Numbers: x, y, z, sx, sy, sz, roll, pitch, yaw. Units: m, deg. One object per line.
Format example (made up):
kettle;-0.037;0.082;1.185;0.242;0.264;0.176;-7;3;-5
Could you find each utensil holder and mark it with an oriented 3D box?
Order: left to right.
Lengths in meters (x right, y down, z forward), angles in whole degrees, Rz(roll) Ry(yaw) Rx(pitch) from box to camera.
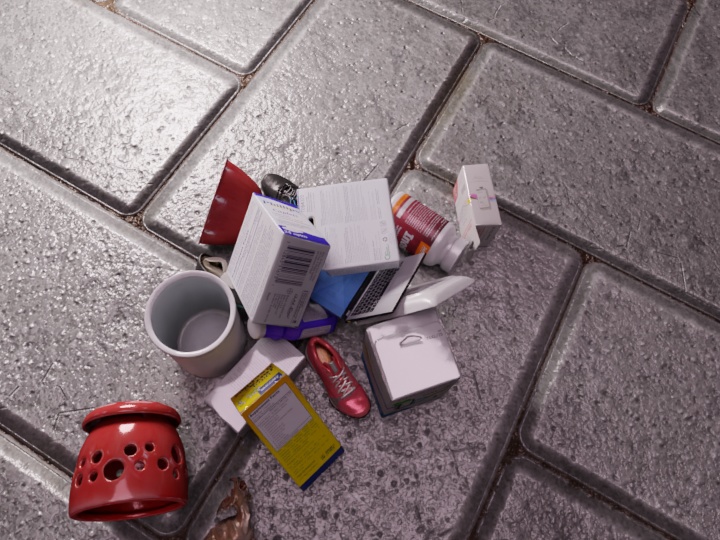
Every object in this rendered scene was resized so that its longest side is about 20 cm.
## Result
utensil holder;-0.322;0.119;1.116;0.167;0.201;0.172;1;66;-3

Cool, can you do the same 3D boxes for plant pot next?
plant pot;-0.418;0.349;1.018;0.197;0.201;0.185;-5;60;-5

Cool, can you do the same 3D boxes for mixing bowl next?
mixing bowl;-0.284;-0.137;1.247;0.107;0.200;0.203;20;66;-16

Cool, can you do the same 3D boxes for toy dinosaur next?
toy dinosaur;-0.251;0.493;1.029;0.200;0.086;0.136;-44;64;-2

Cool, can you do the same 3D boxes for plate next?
plate;0.111;0.055;1.135;0.199;0.198;0.033;-23;94;-54

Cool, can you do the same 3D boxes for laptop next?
laptop;0.000;0.000;1.131;0.117;0.198;0.188;55;44;-22

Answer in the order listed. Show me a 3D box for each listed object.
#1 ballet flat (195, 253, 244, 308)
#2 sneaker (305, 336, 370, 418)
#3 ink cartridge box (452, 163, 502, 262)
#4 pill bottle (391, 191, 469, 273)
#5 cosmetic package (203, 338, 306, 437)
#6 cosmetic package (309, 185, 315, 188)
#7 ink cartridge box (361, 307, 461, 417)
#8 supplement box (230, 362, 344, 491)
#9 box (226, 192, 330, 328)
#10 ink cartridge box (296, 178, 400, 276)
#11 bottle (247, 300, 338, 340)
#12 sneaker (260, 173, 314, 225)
ballet flat;-0.291;0.018;1.197;0.198;0.069;0.068;25;33;28
sneaker;-0.053;0.222;1.148;0.073;0.087;0.201;-35;73;-15
ink cartridge box;0.276;-0.133;1.302;0.066;0.117;0.203;-4;68;-5
pill bottle;0.146;-0.085;1.275;0.199;0.113;0.113;34;69;12
cosmetic package;-0.213;0.230;1.144;0.101;0.071;0.200;39;70;13
cosmetic package;-0.092;-0.086;1.285;0.104;0.071;0.201;-31;72;-16
ink cartridge box;0.094;0.189;1.108;0.145;0.201;0.148;-16;68;-9
supplement box;-0.140;0.295;1.055;0.109;0.109;0.201;-39;106;-18
box;-0.166;-0.021;1.074;0.104;0.186;0.200;11;23;-34
ink cartridge box;-0.027;-0.089;1.143;0.197;0.043;0.199;-7;66;1
bottle;-0.140;0.105;1.149;0.198;0.066;0.083;-6;35;-46
sneaker;-0.145;-0.160;1.230;0.199;0.082;0.073;40;70;14
